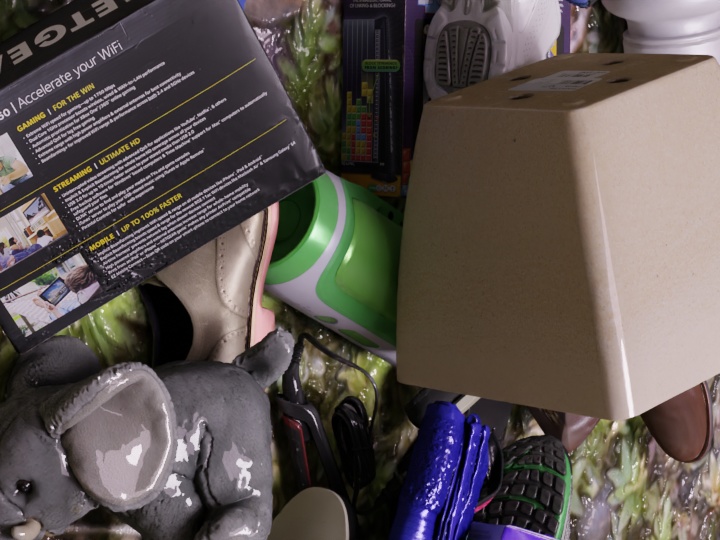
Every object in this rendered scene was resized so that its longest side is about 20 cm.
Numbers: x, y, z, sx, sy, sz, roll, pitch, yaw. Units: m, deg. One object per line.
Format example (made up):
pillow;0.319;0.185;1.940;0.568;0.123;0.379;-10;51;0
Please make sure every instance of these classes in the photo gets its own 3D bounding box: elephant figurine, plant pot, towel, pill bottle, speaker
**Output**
elephant figurine;-0.150;0.099;1.263;0.200;0.141;0.156;23;46;-35
plant pot;0.143;-0.035;1.408;0.200;0.199;0.178;-21;109;-38
towel;0.043;0.197;1.469;0.148;0.049;0.201;73;32;-70
pill bottle;0.231;-0.252;1.709;0.112;0.112;0.201;-28;117;-47
speaker;0.000;0.000;1.466;0.200;0.088;0.089;32;69;-49

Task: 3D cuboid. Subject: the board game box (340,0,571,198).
board game box;0.068;-0.135;1.560;0.200;0.057;0.166;-4;96;-51

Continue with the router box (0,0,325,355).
router box;-0.137;-0.067;1.224;0.200;0.051;0.149;-31;126;-5

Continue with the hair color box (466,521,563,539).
hair color box;0.079;0.267;1.475;0.065;0.109;0.201;18;82;-7

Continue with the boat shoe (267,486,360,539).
boat shoe;-0.036;0.238;1.461;0.063;0.073;0.202;9;92;-53

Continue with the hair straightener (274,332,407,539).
hair straightener;-0.008;0.135;1.492;0.077;0.041;0.201;-12;102;-7

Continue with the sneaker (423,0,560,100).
sneaker;0.096;-0.196;1.498;0.099;0.078;0.201;2;101;-58

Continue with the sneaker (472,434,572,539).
sneaker;0.117;0.217;1.665;0.085;0.078;0.201;-1;104;-59

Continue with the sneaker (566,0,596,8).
sneaker;0.127;-0.255;1.560;0.078;0.075;0.200;21;33;-37

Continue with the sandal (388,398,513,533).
sandal;0.076;0.131;1.612;0.075;0.045;0.200;53;55;-42

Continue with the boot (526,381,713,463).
boot;0.191;0.101;1.722;0.200;0.064;0.187;-40;111;-54

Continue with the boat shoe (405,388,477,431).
boat shoe;0.096;0.031;1.578;0.063;0.074;0.201;43;76;-2

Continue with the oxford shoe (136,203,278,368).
oxford shoe;-0.096;-0.017;1.356;0.075;0.070;0.201;-6;93;-37

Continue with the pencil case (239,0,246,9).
pencil case;-0.102;-0.160;1.317;0.087;0.078;0.201;64;39;-75
